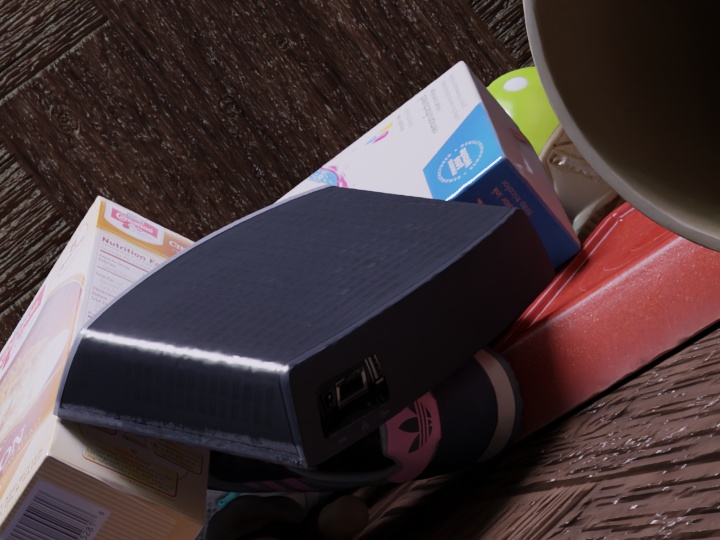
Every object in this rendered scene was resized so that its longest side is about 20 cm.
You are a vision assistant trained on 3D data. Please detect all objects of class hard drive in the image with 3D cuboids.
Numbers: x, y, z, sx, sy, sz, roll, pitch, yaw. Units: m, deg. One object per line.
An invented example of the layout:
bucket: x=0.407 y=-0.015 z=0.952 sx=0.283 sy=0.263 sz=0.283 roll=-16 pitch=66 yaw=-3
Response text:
hard drive: x=-0.018 y=0.014 z=0.801 sx=0.135 sy=0.042 sz=0.200 roll=8 pitch=25 yaw=31

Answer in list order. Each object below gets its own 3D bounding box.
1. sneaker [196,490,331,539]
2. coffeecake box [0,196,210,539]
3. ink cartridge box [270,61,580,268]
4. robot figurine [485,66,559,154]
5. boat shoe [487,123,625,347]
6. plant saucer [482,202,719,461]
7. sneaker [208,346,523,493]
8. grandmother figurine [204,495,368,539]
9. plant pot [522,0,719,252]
sneaker: x=-0.047 y=0.103 z=1.058 sx=0.200 sy=0.070 sz=0.080 roll=-39 pitch=1 yaw=7
coffeecake box: x=-0.129 y=0.087 z=0.869 sx=0.154 sy=0.073 sz=0.200 roll=-55 pitch=18 yaw=26
ink cartridge box: x=0.000 y=0.000 z=0.970 sx=0.200 sy=0.067 sz=0.116 roll=-37 pitch=28 yaw=12
robot figurine: x=0.084 y=-0.045 z=1.176 sx=0.175 sy=0.116 sz=0.200 roll=-26 pitch=-6 yaw=-44
boat shoe: x=0.094 y=-0.001 z=1.036 sx=0.200 sy=0.071 sz=0.065 roll=-49 pitch=-28 yaw=-19
plant saucer: x=0.146 y=-0.017 z=0.860 sx=0.199 sy=0.037 sz=0.200 roll=-36 pitch=4 yaw=38
sneaker: x=-0.031 y=0.064 z=0.854 sx=0.200 sy=0.070 sz=0.082 roll=-13 pitch=-4 yaw=40
grandmother figurine: x=-0.046 y=0.133 z=0.809 sx=0.121 sy=0.061 sz=0.200 roll=-23 pitch=2 yaw=4
plant pot: x=0.175 y=-0.100 z=0.705 sx=0.187 sy=0.188 sz=0.200 roll=-38 pitch=-10 yaw=18
